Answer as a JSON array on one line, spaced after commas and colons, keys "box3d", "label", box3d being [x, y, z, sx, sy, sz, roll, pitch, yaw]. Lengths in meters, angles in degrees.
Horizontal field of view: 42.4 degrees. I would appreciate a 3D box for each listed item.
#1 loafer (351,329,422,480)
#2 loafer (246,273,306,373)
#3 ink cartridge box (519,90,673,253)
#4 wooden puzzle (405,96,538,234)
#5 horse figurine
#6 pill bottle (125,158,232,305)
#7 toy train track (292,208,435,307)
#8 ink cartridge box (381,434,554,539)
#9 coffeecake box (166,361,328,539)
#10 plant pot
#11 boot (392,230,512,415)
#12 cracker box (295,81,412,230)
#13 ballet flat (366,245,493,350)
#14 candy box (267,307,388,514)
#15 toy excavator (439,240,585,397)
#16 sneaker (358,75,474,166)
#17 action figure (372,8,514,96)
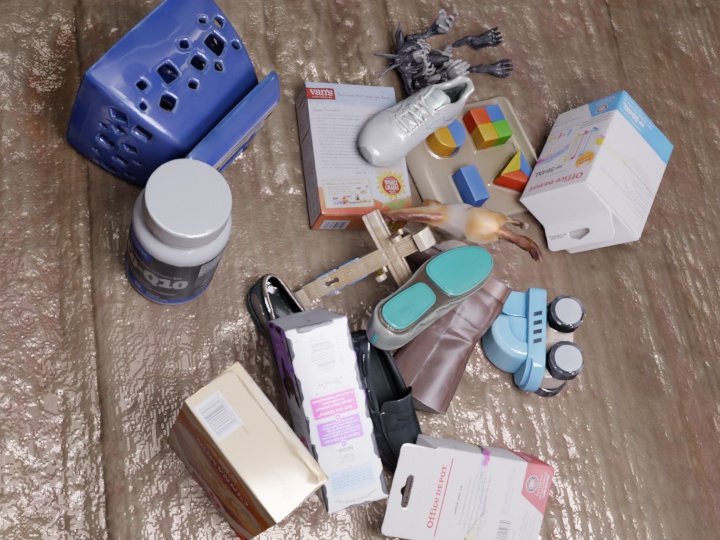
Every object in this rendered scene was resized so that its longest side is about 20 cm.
[{"box3d": [0.034, 0.166, 1.133, 0.068, 0.070, 0.201, -30, 97, -41], "label": "loafer"}, {"box3d": [-0.074, 0.093, 1.150, 0.072, 0.063, 0.200, -32, 81, -26], "label": "loafer"}, {"box3d": [0.331, -0.127, 1.316, 0.125, 0.128, 0.200, 42, 59, -23], "label": "ink cartridge box"}, {"box3d": [0.169, -0.161, 1.342, 0.199, 0.046, 0.186, -18, 75, -23], "label": "wooden puzzle"}, {"box3d": [0.136, -0.059, 1.186, 0.199, 0.132, 0.050, 17, 97, 24], "label": "horse figurine"}, {"box3d": [-0.212, -0.043, 1.083, 0.113, 0.200, 0.114, 6, 67, -15], "label": "pill bottle"}, {"box3d": [0.000, 0.000, 1.161, 0.199, 0.033, 0.115, -26, 105, 15], "label": "toy train track"}, {"box3d": [0.119, 0.267, 1.112, 0.199, 0.067, 0.117, 14, 91, -17], "label": "ink cartridge box"}, {"box3d": [-0.130, 0.204, 1.011, 0.073, 0.200, 0.154, -36, 82, -26], "label": "coffeecake box"}, {"box3d": [-0.224, -0.200, 1.151, 0.180, 0.200, 0.200, 42, 62, -6], "label": "plant pot"}, {"box3d": [0.072, 0.068, 1.198, 0.186, 0.064, 0.201, 30, 87, 23], "label": "boot"}, {"box3d": [-0.010, -0.156, 1.275, 0.133, 0.058, 0.201, 0, 70, -20], "label": "cracker box"}, {"box3d": [0.082, 0.032, 1.131, 0.200, 0.064, 0.067, -32, 73, -34], "label": "ballet flat"}, {"box3d": [-0.041, 0.150, 1.045, 0.071, 0.168, 0.201, -14, 93, -11], "label": "candy box"}, {"box3d": [0.188, 0.060, 1.239, 0.199, 0.100, 0.195, 7, 66, -5], "label": "toy excavator"}, {"box3d": [0.076, -0.211, 1.255, 0.200, 0.080, 0.071, -39, 90, -31], "label": "sneaker"}, {"box3d": [0.124, -0.319, 1.361, 0.199, 0.102, 0.119, -10, 84, -23], "label": "action figure"}]
